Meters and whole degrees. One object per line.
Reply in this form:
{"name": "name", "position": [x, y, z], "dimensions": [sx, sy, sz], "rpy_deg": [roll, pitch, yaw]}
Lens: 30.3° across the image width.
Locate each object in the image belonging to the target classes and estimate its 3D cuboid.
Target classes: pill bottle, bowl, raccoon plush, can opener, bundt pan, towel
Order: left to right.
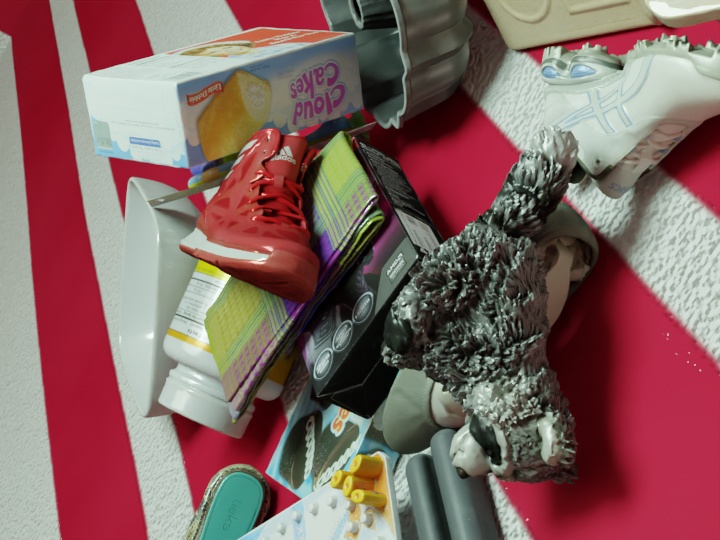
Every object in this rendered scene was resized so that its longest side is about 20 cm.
{"name": "bowl", "position": [-0.179, 0.023, 1.264], "dimensions": [0.200, 0.074, 0.201], "rpy_deg": [-135, 48, -63]}
{"name": "pill bottle", "position": [-0.095, 0.034, 1.119], "dimensions": [0.109, 0.109, 0.201], "rpy_deg": [13, 78, 62]}
{"name": "towel", "position": [-0.053, 0.001, 0.981], "dimensions": [0.200, 0.023, 0.144], "rpy_deg": [-55, 26, 16]}
{"name": "bundt pan", "position": [0.029, -0.220, 1.074], "dimensions": [0.202, 0.075, 0.203], "rpy_deg": [162, 90, -77]}
{"name": "can opener", "position": [0.050, 0.174, 0.788], "dimensions": [0.053, 0.067, 0.201], "rpy_deg": [-47, 32, 27]}
{"name": "raccoon plush", "position": [0.103, 0.026, 0.763], "dimensions": [0.134, 0.097, 0.201], "rpy_deg": [34, 99, 24]}

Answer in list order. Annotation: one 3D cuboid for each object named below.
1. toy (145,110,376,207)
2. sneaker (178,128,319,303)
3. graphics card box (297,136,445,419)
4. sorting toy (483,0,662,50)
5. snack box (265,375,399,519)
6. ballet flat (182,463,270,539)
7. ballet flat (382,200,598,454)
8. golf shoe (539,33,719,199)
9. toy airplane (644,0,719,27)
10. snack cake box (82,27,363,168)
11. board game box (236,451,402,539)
{"name": "toy", "position": [-0.090, -0.105, 1.137], "dimensions": [0.115, 0.199, 0.048], "rpy_deg": [176, 78, -84]}
{"name": "sneaker", "position": [-0.067, -0.049, 0.942], "dimensions": [0.200, 0.078, 0.116], "rpy_deg": [17, 82, 63]}
{"name": "graphics card box", "position": [0.000, 0.000, 0.965], "dimensions": [0.126, 0.051, 0.200], "rpy_deg": [-54, 29, 18]}
{"name": "sorting toy", "position": [0.121, -0.249, 0.935], "dimensions": [0.036, 0.186, 0.200], "rpy_deg": [-36, 19, -19]}
{"name": "snack box", "position": [0.006, 0.079, 0.981], "dimensions": [0.116, 0.037, 0.201], "rpy_deg": [17, 81, 62]}
{"name": "ballet flat", "position": [-0.126, 0.250, 1.051], "dimensions": [0.075, 0.067, 0.201], "rpy_deg": [128, 165, -71]}
{"name": "ballet flat", "position": [0.081, 0.046, 0.849], "dimensions": [0.201, 0.067, 0.064], "rpy_deg": [-58, 35, 11]}
{"name": "golf shoe", "position": [0.179, -0.090, 0.811], "dimensions": [0.200, 0.078, 0.098], "rpy_deg": [-170, 88, -68]}
{"name": "toy airplane", "position": [0.266, -0.177, 0.672], "dimensions": [0.200, 0.141, 0.200], "rpy_deg": [38, 115, 26]}
{"name": "snack cake box", "position": [-0.106, -0.143, 1.065], "dimensions": [0.115, 0.199, 0.068], "rpy_deg": [10, 115, 41]}
{"name": "board game box", "position": [-0.038, 0.247, 0.883], "dimensions": [0.200, 0.026, 0.201], "rpy_deg": [-38, 48, 40]}
